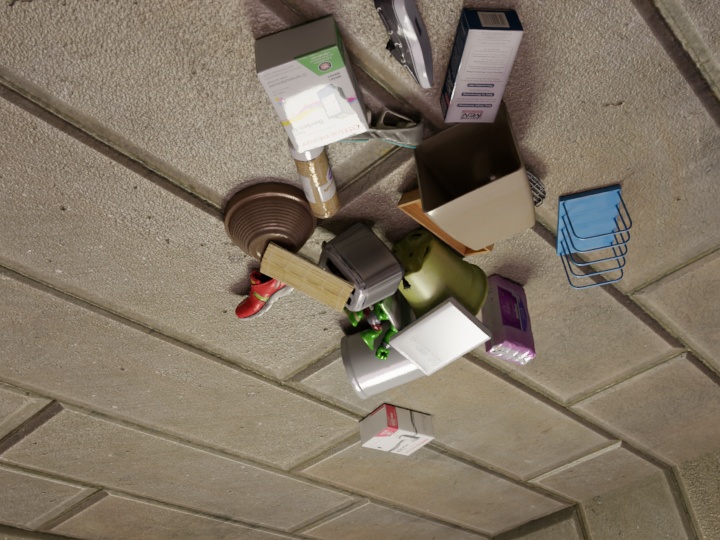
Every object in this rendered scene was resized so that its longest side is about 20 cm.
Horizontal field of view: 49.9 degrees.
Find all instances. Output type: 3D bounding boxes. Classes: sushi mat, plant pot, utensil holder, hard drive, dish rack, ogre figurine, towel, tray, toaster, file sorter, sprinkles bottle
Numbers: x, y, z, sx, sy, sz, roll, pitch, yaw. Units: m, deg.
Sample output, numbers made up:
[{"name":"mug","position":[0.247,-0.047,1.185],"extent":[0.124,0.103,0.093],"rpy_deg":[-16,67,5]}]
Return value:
[{"name":"sushi mat","position":[-0.112,0.014,1.604],"extent":[0.198,0.012,0.096],"rpy_deg":[27,139,-3]},{"name":"plant pot","position":[-0.187,-0.080,1.619],"extent":[0.197,0.094,0.202],"rpy_deg":[-5,142,-4]},{"name":"plant pot","position":[0.158,0.015,1.752],"extent":[0.199,0.202,0.184],"rpy_deg":[-29,128,25]},{"name":"utensil holder","position":[0.070,0.220,2.001],"extent":[0.197,0.172,0.170],"rpy_deg":[-20,142,13]},{"name":"hard drive","position":[0.176,0.150,1.731],"extent":[0.132,0.026,0.199],"rpy_deg":[40,128,-17]},{"name":"dish rack","position":[0.290,-0.151,1.657],"extent":[0.199,0.055,0.153],"rpy_deg":[-35,136,27]},{"name":"plant pot","position":[0.236,-0.161,1.490],"extent":[0.198,0.202,0.177],"rpy_deg":[-24,133,20]},{"name":"ogre figurine","position":[0.038,0.109,1.881],"extent":[0.119,0.201,0.098],"rpy_deg":[-35,173,2]},{"name":"towel","position":[0.100,0.089,1.820],"extent":[0.030,0.150,0.201],"rpy_deg":[-20,129,20]},{"name":"tray","position":[0.181,-0.102,1.630],"extent":[0.199,0.037,0.098],"rpy_deg":[35,162,-20]},{"name":"toaster","position":[0.000,0.000,1.659],"extent":[0.128,0.200,0.114],"rpy_deg":[-28,156,-33]},{"name":"file sorter","position":[0.529,-0.070,1.753],"extent":[0.137,0.124,0.201],"rpy_deg":[-12,143,4]},{"name":"sprinkles bottle","position":[-0.088,-0.190,1.516],"extent":[0.067,0.069,0.201],"rpy_deg":[-11,143,4]}]

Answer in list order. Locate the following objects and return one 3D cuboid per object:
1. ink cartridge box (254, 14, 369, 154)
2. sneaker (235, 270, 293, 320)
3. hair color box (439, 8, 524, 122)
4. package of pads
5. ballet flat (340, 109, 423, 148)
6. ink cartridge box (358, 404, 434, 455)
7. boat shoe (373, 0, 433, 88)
[{"name":"ink cartridge box","position":[-0.080,-0.315,1.338],"extent":[0.143,0.089,0.201],"rpy_deg":[-15,144,8]},{"name":"sneaker","position":[-0.230,0.038,1.796],"extent":[0.199,0.078,0.085],"rpy_deg":[-39,123,24]},{"name":"hair color box","position":[0.209,-0.356,1.364],"extent":[0.098,0.061,0.201],"rpy_deg":[-1,142,-10]},{"name":"package of pads","position":[0.358,0.123,1.906],"extent":[0.119,0.202,0.075],"rpy_deg":[22,139,-30]},{"name":"ballet flat","position":[0.025,-0.272,1.450],"extent":[0.197,0.068,0.065],"rpy_deg":[3,115,-16]},{"name":"ink cartridge box","position":[0.115,0.508,2.457],"extent":[0.198,0.086,0.146],"rpy_deg":[18,136,-33]},{"name":"boat shoe","position":[0.072,-0.385,1.300],"extent":[0.065,0.071,0.200],"rpy_deg":[-3,150,22]}]
